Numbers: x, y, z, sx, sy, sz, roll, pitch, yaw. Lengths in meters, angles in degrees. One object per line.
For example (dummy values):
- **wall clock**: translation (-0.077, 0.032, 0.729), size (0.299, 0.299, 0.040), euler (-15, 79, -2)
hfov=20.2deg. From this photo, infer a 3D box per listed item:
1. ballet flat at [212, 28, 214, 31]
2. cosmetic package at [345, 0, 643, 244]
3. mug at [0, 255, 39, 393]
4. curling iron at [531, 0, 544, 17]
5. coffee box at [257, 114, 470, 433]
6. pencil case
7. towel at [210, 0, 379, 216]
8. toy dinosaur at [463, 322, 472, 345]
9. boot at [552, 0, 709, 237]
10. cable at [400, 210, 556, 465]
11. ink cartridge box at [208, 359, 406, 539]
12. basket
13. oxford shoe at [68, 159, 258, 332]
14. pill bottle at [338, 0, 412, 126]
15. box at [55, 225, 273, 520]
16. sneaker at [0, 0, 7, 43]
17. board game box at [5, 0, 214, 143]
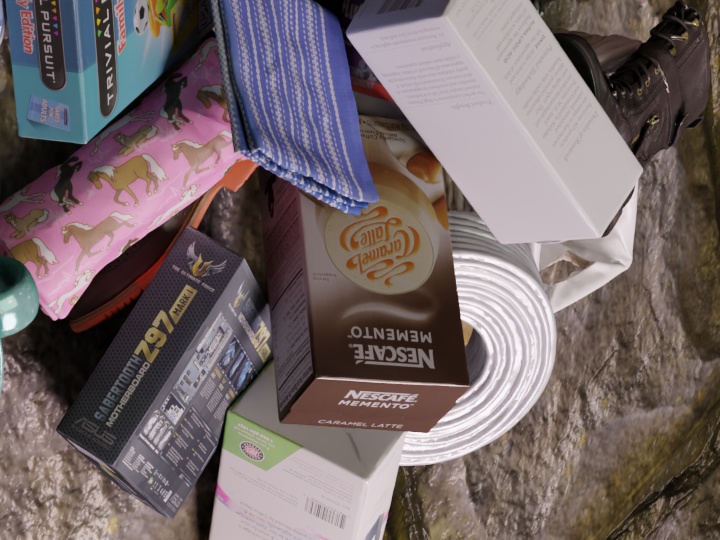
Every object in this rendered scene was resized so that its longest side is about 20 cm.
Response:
- **ballet flat**: translation (-0.063, -0.166, 1.355), size (0.070, 0.069, 0.201), euler (-48, 138, -23)
- **cosmetic package**: translation (0.091, -0.113, 1.350), size (0.200, 0.101, 0.074), euler (51, 59, -28)
- **mug**: translation (-0.287, 0.056, 1.157), size (0.184, 0.114, 0.153), euler (5, 104, -52)
- **curling iron**: translation (0.108, -0.179, 1.465), size (0.200, 0.025, 0.050), euler (-108, -147, -84)
- **coffee box**: translation (0.000, 0.000, 1.364), size (0.113, 0.080, 0.201), euler (4, 62, -22)
- **pencil case**: translation (-0.139, -0.059, 1.263), size (0.200, 0.087, 0.083), euler (-40, 126, -5)
- **towel**: translation (-0.041, -0.120, 1.257), size (0.200, 0.024, 0.146), euler (24, 54, -68)
- **toy dinosaur**: translation (0.095, 0.068, 1.668), size (0.199, 0.058, 0.102), euler (9, 100, -52)
- **boot**: translation (0.196, -0.140, 1.489), size (0.174, 0.069, 0.201), euler (-49, 145, -27)
- **cable**: translation (0.048, 0.052, 1.501), size (0.198, 0.069, 0.201), euler (6, 120, -18)
- **ink cartridge box**: translation (-0.043, 0.175, 1.477), size (0.067, 0.116, 0.201), euler (-51, 160, -44)
- **basket**: translation (0.133, -0.086, 1.584), size (0.135, 0.123, 0.201), euler (-26, 127, -41)
- **oxford shoe**: translation (-0.138, -0.048, 1.341), size (0.072, 0.071, 0.200), euler (42, 80, -15)
- **pill bottle**: translation (0.046, -0.208, 1.428), size (0.111, 0.111, 0.202), euler (-4, 110, -49)
- **box**: translation (-0.122, 0.073, 1.356), size (0.158, 0.051, 0.200), euler (-58, 167, -11)
- **sneaker**: translation (-0.268, -0.110, 1.125), size (0.115, 0.080, 0.201), euler (-15, 120, -48)
- **board game box**: translation (-0.145, -0.185, 1.200), size (0.200, 0.047, 0.152), euler (-55, 149, -57)
